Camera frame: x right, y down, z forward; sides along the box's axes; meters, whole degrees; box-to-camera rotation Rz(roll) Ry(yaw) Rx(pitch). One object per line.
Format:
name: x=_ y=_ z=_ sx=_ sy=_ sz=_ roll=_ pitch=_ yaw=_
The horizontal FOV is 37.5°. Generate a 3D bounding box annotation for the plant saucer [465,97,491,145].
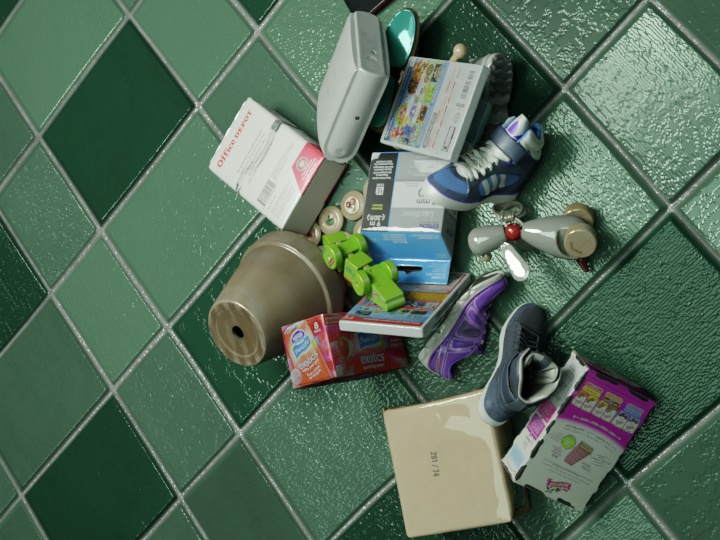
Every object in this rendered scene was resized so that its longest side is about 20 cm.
plant saucer: x=0.139 y=-0.260 z=1.666 sx=0.200 sy=0.019 sz=0.071 roll=42 pitch=118 yaw=51

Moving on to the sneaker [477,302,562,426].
sneaker: x=0.250 y=0.119 z=1.541 sx=0.076 sy=0.146 sz=0.205 roll=26 pitch=63 yaw=-7

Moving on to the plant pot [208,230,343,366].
plant pot: x=-0.152 y=0.061 z=1.730 sx=0.197 sy=0.173 sz=0.203 roll=16 pitch=123 yaw=27

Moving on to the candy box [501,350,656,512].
candy box: x=0.315 y=0.235 z=1.537 sx=0.202 sy=0.135 sz=0.061 roll=-59 pitch=22 yaw=12

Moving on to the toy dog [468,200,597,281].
toy dog: x=0.271 y=-0.034 z=1.594 sx=0.197 sy=0.132 sz=0.098 roll=5 pitch=122 yaw=35

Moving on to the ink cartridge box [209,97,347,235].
ink cartridge box: x=-0.144 y=-0.178 z=1.818 sx=0.199 sy=0.084 sz=0.146 roll=39 pitch=103 yaw=27

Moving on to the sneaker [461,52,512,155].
sneaker: x=0.190 y=-0.238 z=1.670 sx=0.082 sy=0.074 sz=0.204 roll=18 pitch=99 yaw=55

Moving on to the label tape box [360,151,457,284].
label tape box: x=0.078 y=-0.086 z=1.686 sx=0.141 sy=0.066 sz=0.204 roll=2 pitch=72 yaw=26

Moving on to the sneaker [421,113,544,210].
sneaker: x=0.190 y=-0.172 z=1.572 sx=0.081 sy=0.197 sz=0.148 roll=49 pitch=130 yaw=35

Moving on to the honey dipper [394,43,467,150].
honey dipper: x=0.108 y=-0.276 z=1.672 sx=0.038 sy=0.038 sz=0.201 roll=50 pitch=122 yaw=20

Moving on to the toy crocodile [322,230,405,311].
toy crocodile: x=0.000 y=0.000 z=1.659 sx=0.200 sy=0.067 sz=0.063 roll=43 pitch=143 yaw=36

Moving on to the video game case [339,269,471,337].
video game case: x=0.072 y=0.047 z=1.643 sx=0.141 sy=0.200 sz=0.018 roll=3 pitch=115 yaw=28

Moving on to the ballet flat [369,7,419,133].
ballet flat: x=0.062 y=-0.321 z=1.726 sx=0.067 sy=0.072 sz=0.204 roll=15 pitch=94 yaw=28

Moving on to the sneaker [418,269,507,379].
sneaker: x=0.174 y=0.084 z=1.664 sx=0.083 sy=0.081 sz=0.201 roll=37 pitch=112 yaw=7

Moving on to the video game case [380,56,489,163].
video game case: x=0.109 y=-0.248 z=1.610 sx=0.199 sy=0.018 sz=0.146 roll=25 pitch=97 yaw=57

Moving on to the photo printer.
photo printer: x=-0.018 y=-0.288 z=1.706 sx=0.201 sy=0.068 sz=0.168 roll=117 pitch=158 yaw=-43

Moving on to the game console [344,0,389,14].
game console: x=0.017 y=-0.545 z=1.783 sx=0.176 sy=0.031 sz=0.202 roll=-33 pitch=73 yaw=23

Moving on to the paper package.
paper package: x=0.149 y=0.294 z=1.642 sx=0.188 sy=0.103 sz=0.204 roll=-16 pitch=80 yaw=27

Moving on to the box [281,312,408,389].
box: x=-0.022 y=0.122 z=1.679 sx=0.094 sy=0.198 sz=0.102 roll=-20 pitch=79 yaw=36

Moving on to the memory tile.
memory tile: x=-0.010 y=-0.053 z=1.787 sx=0.198 sy=0.017 sz=0.155 roll=-31 pitch=74 yaw=23
